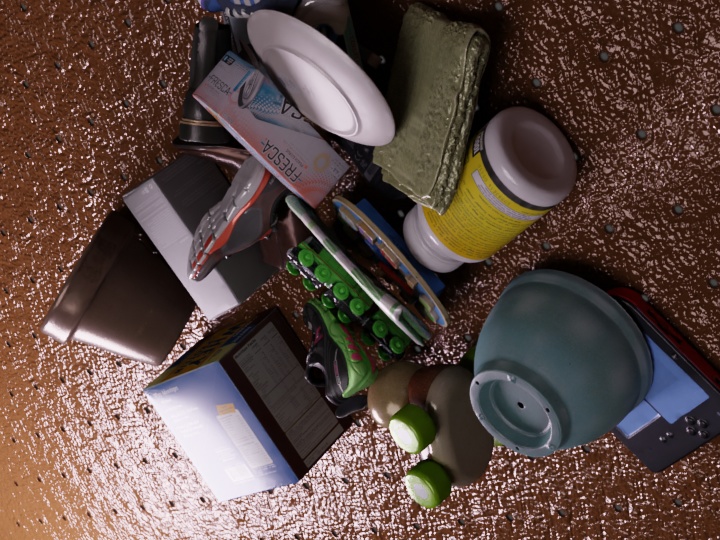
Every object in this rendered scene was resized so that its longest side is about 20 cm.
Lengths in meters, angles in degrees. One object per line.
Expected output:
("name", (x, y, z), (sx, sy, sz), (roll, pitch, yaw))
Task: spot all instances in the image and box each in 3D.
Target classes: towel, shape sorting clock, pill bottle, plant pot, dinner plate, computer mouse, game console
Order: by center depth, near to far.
("towel", (0.073, -0.171, 1.399), (0.148, 0.036, 0.203), (37, 122, 53))
("dinner plate", (-0.048, -0.197, 1.412), (0.199, 0.024, 0.201), (37, 164, 12))
("pill bottle", (0.132, -0.079, 1.433), (0.113, 0.112, 0.200), (48, 137, 0))
("plant pot", (0.203, 0.120, 1.469), (0.199, 0.134, 0.202), (28, 140, 26))
("game console", (0.312, 0.126, 1.496), (0.200, 0.031, 0.177), (45, 138, 4))
("computer mouse", (0.012, -0.186, 1.511), (0.200, 0.046, 0.141), (45, 136, 14))
("shape sorting clock", (0.034, -0.008, 1.556), (0.200, 0.039, 0.200), (47, 170, 11))
("towel", (0.000, 0.000, 1.574), (0.200, 0.023, 0.153), (48, -178, 23))
("plant pot", (-0.328, 0.042, 1.873), (0.173, 0.201, 0.201), (31, 138, -8))

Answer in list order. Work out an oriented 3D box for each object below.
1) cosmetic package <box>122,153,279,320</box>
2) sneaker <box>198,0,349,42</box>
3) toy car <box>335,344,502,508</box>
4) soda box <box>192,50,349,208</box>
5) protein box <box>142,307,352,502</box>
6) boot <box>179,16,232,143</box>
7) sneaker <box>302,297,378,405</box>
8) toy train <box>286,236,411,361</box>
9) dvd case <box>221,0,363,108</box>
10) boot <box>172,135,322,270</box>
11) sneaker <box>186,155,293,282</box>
("cosmetic package", (-0.204, -0.050, 1.741), (0.090, 0.107, 0.201), (-23, 102, 46))
("sneaker", (-0.093, -0.276, 1.440), (0.199, 0.080, 0.148), (-21, 88, 43))
("toy car", (0.065, 0.176, 1.652), (0.199, 0.164, 0.159), (12, 128, 45))
("soda box", (-0.098, -0.156, 1.499), (0.063, 0.069, 0.200), (37, 176, 43))
("protein box", (-0.159, 0.191, 1.857), (0.198, 0.135, 0.201), (-23, 104, 47))
("boot", (-0.168, -0.231, 1.566), (0.076, 0.200, 0.140), (4, 103, -6))
("sneaker", (-0.045, 0.100, 1.680), (0.077, 0.084, 0.200), (42, -173, -27))
("toy train", (-0.011, 0.033, 1.660), (0.200, 0.057, 0.042), (44, 140, -10))
("dvd case", (-0.079, -0.257, 1.511), (0.199, 0.022, 0.148), (-1, 106, 48))
("boot", (-0.141, -0.087, 1.697), (0.185, 0.064, 0.202), (8, 129, 33))
("sneaker", (-0.143, -0.050, 1.629), (0.081, 0.078, 0.200), (25, 124, -25))
